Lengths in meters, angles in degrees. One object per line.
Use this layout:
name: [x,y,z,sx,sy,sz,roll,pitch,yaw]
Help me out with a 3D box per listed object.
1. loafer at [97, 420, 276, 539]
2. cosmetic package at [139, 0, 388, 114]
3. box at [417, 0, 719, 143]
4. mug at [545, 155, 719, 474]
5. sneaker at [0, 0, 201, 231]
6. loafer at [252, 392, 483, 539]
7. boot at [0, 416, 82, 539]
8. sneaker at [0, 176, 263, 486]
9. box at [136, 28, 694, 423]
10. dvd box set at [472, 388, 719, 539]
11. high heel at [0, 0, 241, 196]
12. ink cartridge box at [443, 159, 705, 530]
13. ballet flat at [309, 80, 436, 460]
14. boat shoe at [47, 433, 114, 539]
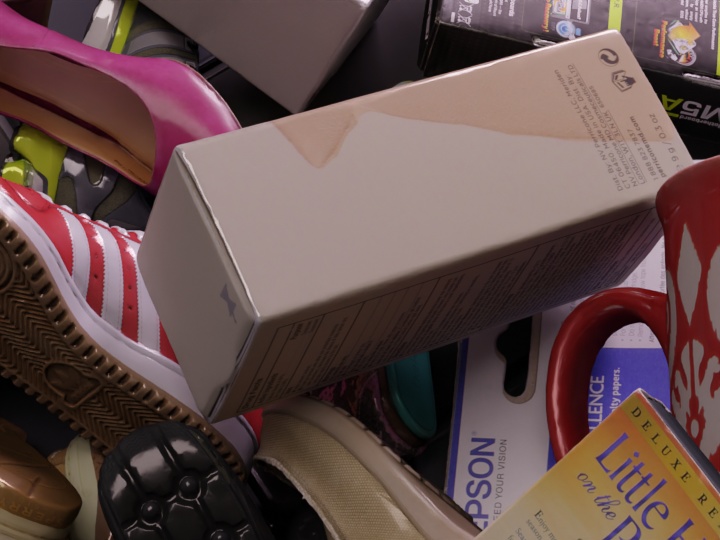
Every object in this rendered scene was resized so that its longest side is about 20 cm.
loafer: [-0.039,0.150,0.734,0.068,0.070,0.202,-26,85,-5]
cosmetic package: [-0.072,-0.181,0.925,0.199,0.090,0.107,33,45,-1]
box: [0.133,-0.160,0.918,0.191,0.048,0.202,12,56,-7]
mug: [0.162,0.075,0.704,0.132,0.177,0.202,10,73,-23]
sneaker: [-0.103,-0.089,0.951,0.080,0.074,0.201,25,59,2]
loafer: [0.017,0.115,0.724,0.068,0.076,0.200,-51,48,-4]
boot: [-0.190,0.131,0.795,0.200,0.072,0.157,24,89,60]
sneaker: [-0.107,-0.004,0.791,0.071,0.200,0.113,-28,26,39]
box: [0.022,-0.019,0.749,0.198,0.095,0.078,-17,69,-26]
dvd box set: [0.064,0.159,0.629,0.200,0.029,0.147,-44,58,12]
high heel: [-0.134,-0.067,0.847,0.199,0.068,0.096,36,46,23]
ink cartridge box: [0.142,0.041,0.811,0.198,0.047,0.199,-1,58,14]
ballet flat: [0.000,0.000,0.864,0.071,0.069,0.202,-15,51,26]
boat shoe: [-0.105,0.160,0.776,0.076,0.072,0.201,-31,45,19]
